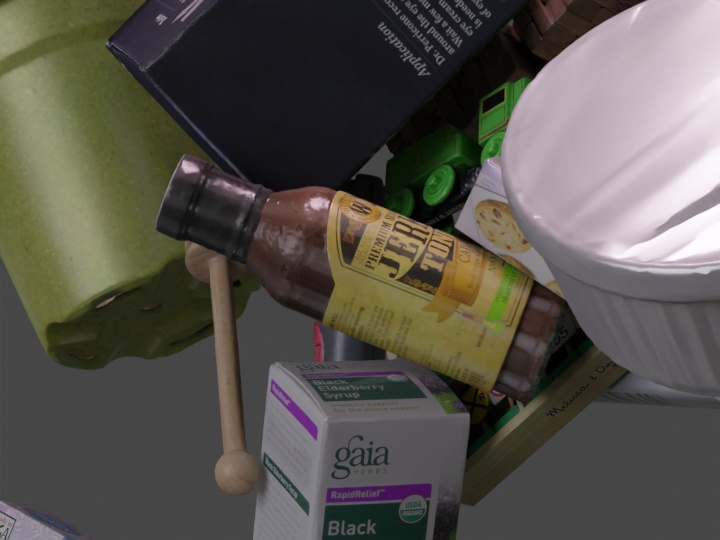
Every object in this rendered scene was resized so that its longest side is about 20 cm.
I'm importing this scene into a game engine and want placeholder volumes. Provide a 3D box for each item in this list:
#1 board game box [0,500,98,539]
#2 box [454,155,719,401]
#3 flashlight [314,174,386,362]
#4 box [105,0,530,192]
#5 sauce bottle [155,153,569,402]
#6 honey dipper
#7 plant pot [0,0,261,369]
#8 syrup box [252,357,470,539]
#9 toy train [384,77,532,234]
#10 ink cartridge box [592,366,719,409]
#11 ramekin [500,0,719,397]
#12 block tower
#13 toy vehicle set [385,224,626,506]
[{"bbox_3d":[-0.178,0.258,1.553,0.200,0.043,0.200,20,89,46],"label":"board game box"},{"bbox_3d":[0.135,0.011,1.235,0.200,0.039,0.042,35,114,24],"label":"box"},{"bbox_3d":[-0.016,0.051,1.443,0.068,0.068,0.201,6,81,6],"label":"flashlight"},{"bbox_3d":[-0.017,-0.140,1.387,0.200,0.117,0.197,-44,14,-1],"label":"box"},{"bbox_3d":[0.000,0.000,1.274,0.065,0.199,0.065,21,-90,-90],"label":"sauce bottle"},{"bbox_3d":[-0.068,0.035,1.391,0.038,0.038,0.201,-39,40,28],"label":"honey dipper"},{"bbox_3d":[-0.146,-0.051,1.542,0.200,0.200,0.185,-33,66,32],"label":"plant pot"},{"bbox_3d":[-0.006,0.149,1.337,0.081,0.078,0.201,-137,50,-60],"label":"syrup box"},{"bbox_3d":[0.085,-0.070,1.320,0.200,0.042,0.057,-29,44,39],"label":"toy train"},{"bbox_3d":[0.192,-0.032,1.291,0.196,0.043,0.201,0,77,45],"label":"ink cartridge box"},{"bbox_3d":[0.166,-0.032,1.145,0.201,0.095,0.203,-14,37,11],"label":"ramekin"},{"bbox_3d":[0.099,-0.119,1.399,0.200,0.058,0.054,-50,38,22],"label":"block tower"},{"bbox_3d":[0.093,0.009,1.330,0.200,0.026,0.125,-45,47,28],"label":"toy vehicle set"}]
